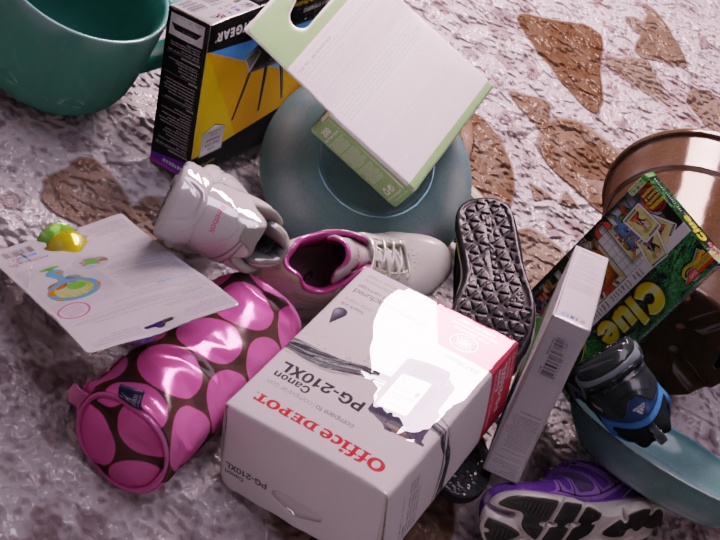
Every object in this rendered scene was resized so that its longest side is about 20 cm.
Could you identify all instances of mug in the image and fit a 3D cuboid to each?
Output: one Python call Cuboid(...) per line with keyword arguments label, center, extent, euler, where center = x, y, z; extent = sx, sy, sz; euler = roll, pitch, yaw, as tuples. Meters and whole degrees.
Cuboid(label="mug", center=(-0.240, -0.199, 1.229), extent=(0.184, 0.115, 0.152), euler=(30, 39, -11))

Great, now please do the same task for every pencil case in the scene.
Cuboid(label="pencil case", center=(-0.127, 0.074, 1.078), extent=(0.093, 0.091, 0.200), euler=(37, 37, 7))

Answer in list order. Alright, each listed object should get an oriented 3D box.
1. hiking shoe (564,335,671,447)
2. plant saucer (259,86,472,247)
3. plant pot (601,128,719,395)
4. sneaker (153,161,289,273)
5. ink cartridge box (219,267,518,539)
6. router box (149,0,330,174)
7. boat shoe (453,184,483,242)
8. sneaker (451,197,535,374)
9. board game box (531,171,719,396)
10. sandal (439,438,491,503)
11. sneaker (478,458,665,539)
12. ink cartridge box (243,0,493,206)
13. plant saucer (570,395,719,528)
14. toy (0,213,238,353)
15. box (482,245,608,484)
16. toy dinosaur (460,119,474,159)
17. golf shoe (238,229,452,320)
Cuboid(label="hiking shoe", center=(0.218, 0.108, 1.213), extent=(0.087, 0.074, 0.200), euler=(59, 9, 7))
Cuboid(label="plant saucer", center=(0.010, -0.094, 1.305), extent=(0.200, 0.039, 0.202), euler=(4, 73, -13))
Cuboid(label="plant pot", center=(0.310, 0.001, 1.413), extent=(0.200, 0.200, 0.199), euler=(33, 48, -6))
Cuboid(label="sneaker", center=(-0.103, -0.032, 1.153), extent=(0.099, 0.078, 0.200), euler=(27, 5, 0))
Cuboid(label="ink cartridge box", center=(0.008, 0.106, 1.099), extent=(0.144, 0.085, 0.200), euler=(26, 44, 20))
Cuboid(label="router box", center=(-0.100, -0.183, 1.291), extent=(0.051, 0.150, 0.200), euler=(28, 36, 22))
Cuboid(label="boat shoe", center=(0.037, -0.078, 1.365), extent=(0.200, 0.072, 0.065), euler=(38, 48, 0))
Cuboid(label="sneaker", center=(0.114, 0.028, 1.252), extent=(0.071, 0.083, 0.201), euler=(3, 51, 4))
Cuboid(label="board game box", center=(0.228, 0.017, 1.311), extent=(0.105, 0.200, 0.023), euler=(51, 34, 16))
Cuboid(label="sandal", center=(0.047, 0.123, 1.202), extent=(0.075, 0.048, 0.201), euler=(5, 37, -33))
Cuboid(label="sneaker", center=(0.164, 0.197, 1.207), extent=(0.199, 0.081, 0.084), euler=(9, 30, -43))
Cuboid(label="ink cartridge box", center=(0.004, -0.176, 1.268), extent=(0.200, 0.048, 0.146), euler=(42, 61, -7))
Cuboid(label="plant saucer", center=(0.263, 0.170, 1.270), extent=(0.199, 0.036, 0.200), euler=(27, 11, -6))
Cuboid(label="toy", center=(-0.183, 0.020, 1.057), extent=(0.115, 0.048, 0.200), euler=(-19, 33, -27))
Cuboid(label="box", center=(0.156, 0.072, 1.205), extent=(0.036, 0.145, 0.200), euler=(25, 20, 7))
Cuboid(label="toy dinosaur", center=(0.064, -0.169, 1.462), extent=(0.200, 0.086, 0.136), euler=(44, 32, -1))
Cuboid(label="golf shoe", center=(0.000, 0.000, 1.213), extent=(0.199, 0.091, 0.076), euler=(-9, 77, -28))
